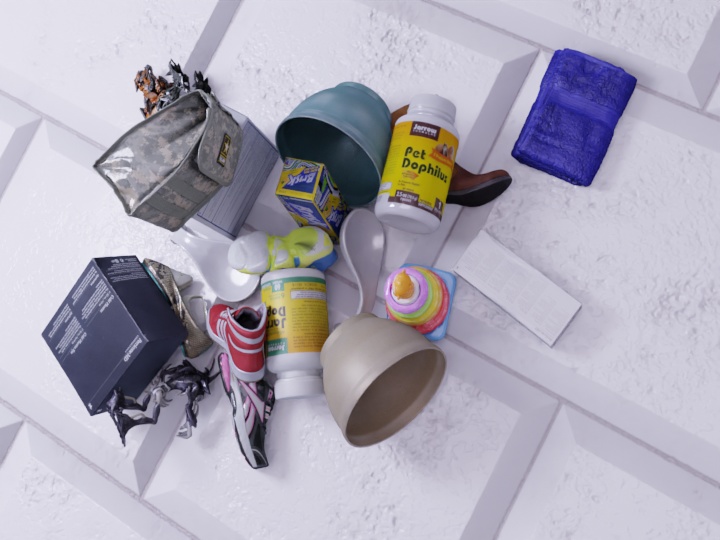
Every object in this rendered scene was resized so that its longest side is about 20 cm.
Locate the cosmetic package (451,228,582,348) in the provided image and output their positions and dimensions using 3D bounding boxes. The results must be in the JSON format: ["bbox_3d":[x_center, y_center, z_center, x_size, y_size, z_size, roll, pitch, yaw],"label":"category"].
[{"bbox_3d":[0.247,0.029,1.307,0.199,0.051,0.083,39,89,18],"label":"cosmetic package"}]

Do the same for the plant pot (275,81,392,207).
[{"bbox_3d":[-0.025,-0.225,1.368,0.197,0.202,0.136,21,61,18],"label":"plant pot"}]

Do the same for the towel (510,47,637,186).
[{"bbox_3d":[0.344,-0.251,1.334,0.145,0.050,0.203,24,87,19],"label":"towel"}]

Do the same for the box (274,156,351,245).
[{"bbox_3d":[-0.073,-0.108,1.337,0.069,0.200,0.066,11,74,16],"label":"box"}]

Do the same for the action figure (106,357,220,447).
[{"bbox_3d":[-0.326,0.221,1.401,0.197,0.104,0.119,-20,38,-28],"label":"action figure"}]

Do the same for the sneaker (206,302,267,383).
[{"bbox_3d":[-0.203,0.081,1.356,0.200,0.070,0.115,47,138,48],"label":"sneaker"}]

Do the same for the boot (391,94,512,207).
[{"bbox_3d":[0.146,-0.200,1.384,0.185,0.068,0.204,-18,68,19],"label":"boot"}]

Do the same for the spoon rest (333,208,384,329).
[{"bbox_3d":[0.000,0.000,1.357,0.060,0.098,0.205,5,88,45],"label":"spoon rest"}]

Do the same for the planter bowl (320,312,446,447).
[{"bbox_3d":[0.019,0.153,1.282,0.200,0.200,0.135,-46,56,3],"label":"planter bowl"}]

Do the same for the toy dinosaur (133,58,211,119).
[{"bbox_3d":[-0.345,-0.307,1.524,0.135,0.102,0.201,-41,90,19],"label":"toy dinosaur"}]

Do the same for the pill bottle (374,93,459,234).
[{"bbox_3d":[0.094,-0.169,1.298,0.107,0.109,0.205,10,78,16],"label":"pill bottle"}]

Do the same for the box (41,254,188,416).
[{"bbox_3d":[-0.425,0.110,1.416,0.200,0.103,0.183,-47,70,24],"label":"box"}]

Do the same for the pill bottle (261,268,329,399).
[{"bbox_3d":[-0.105,0.106,1.355,0.110,0.113,0.205,-7,78,13],"label":"pill bottle"}]

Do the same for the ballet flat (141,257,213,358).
[{"bbox_3d":[-0.315,0.056,1.453,0.074,0.068,0.203,-26,77,-13],"label":"ballet flat"}]

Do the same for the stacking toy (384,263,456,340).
[{"bbox_3d":[0.077,0.036,1.273,0.107,0.200,0.119,12,83,16],"label":"stacking toy"}]

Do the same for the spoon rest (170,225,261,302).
[{"bbox_3d":[-0.260,-0.021,1.448,0.198,0.061,0.101,31,89,19],"label":"spoon rest"}]

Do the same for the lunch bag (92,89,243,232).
[{"bbox_3d":[-0.261,-0.166,1.212,0.199,0.164,0.118,-42,80,3],"label":"lunch bag"}]

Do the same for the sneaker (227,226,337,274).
[{"bbox_3d":[-0.126,-0.018,1.395,0.196,0.105,0.077,-4,66,28],"label":"sneaker"}]

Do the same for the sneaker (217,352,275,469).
[{"bbox_3d":[-0.175,0.227,1.373,0.084,0.080,0.205,-13,87,-14],"label":"sneaker"}]

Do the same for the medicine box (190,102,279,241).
[{"bbox_3d":[-0.242,-0.170,1.397,0.102,0.200,0.185,28,88,13],"label":"medicine box"}]
